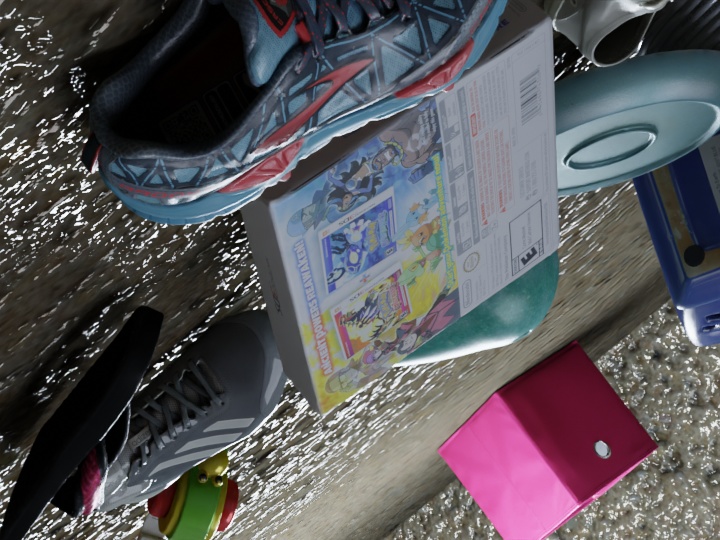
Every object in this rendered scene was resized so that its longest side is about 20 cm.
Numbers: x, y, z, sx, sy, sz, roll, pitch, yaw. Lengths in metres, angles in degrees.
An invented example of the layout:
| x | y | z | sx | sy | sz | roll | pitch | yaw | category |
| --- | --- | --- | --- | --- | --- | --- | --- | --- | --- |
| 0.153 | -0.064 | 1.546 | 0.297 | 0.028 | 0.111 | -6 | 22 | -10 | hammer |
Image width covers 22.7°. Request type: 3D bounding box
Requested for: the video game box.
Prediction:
| x | y | z | sx | sy | sz | roll | pitch | yaw | category |
| --- | --- | --- | --- | --- | --- | --- | --- | --- | --- |
| 0.026 | -0.034 | 0.975 | 0.182 | 0.047 | 0.201 | -36 | 147 | -18 | video game box |

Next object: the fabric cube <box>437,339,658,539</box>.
| x | y | z | sx | sy | sz | roll | pitch | yaw | category |
| --- | --- | --- | --- | --- | --- | --- | --- | --- | --- |
| 0.274 | 0.260 | 2.625 | 0.196 | 0.200 | 0.200 | -27 | 165 | -38 | fabric cube |

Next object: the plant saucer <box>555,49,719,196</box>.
| x | y | z | sx | sy | sz | roll | pitch | yaw | category |
| --- | --- | --- | --- | --- | --- | --- | --- | --- | --- |
| 0.163 | -0.090 | 1.193 | 0.198 | 0.028 | 0.200 | -15 | 165 | -4 | plant saucer |

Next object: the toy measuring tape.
| x | y | z | sx | sy | sz | roll | pitch | yaw | category |
| --- | --- | --- | --- | --- | --- | --- | --- | --- | --- |
| -0.145 | 0.200 | 1.433 | 0.073 | 0.074 | 0.200 | -29 | 163 | -37 | toy measuring tape |

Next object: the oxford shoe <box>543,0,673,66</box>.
| x | y | z | sx | sy | sz | roll | pitch | yaw | category |
| --- | --- | --- | --- | --- | --- | --- | --- | --- | --- |
| 0.151 | -0.172 | 0.947 | 0.075 | 0.058 | 0.200 | -31 | 165 | -20 | oxford shoe |

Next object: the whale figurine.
| x | y | z | sx | sy | sz | roll | pitch | yaw | category |
| --- | --- | --- | --- | --- | --- | --- | --- | --- | --- |
| 0.063 | 0.031 | 1.341 | 0.200 | 0.104 | 0.159 | -40 | 169 | 10 | whale figurine |

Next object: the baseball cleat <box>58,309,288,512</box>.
| x | y | z | sx | sy | sz | roll | pitch | yaw | category |
| --- | --- | --- | --- | --- | --- | --- | --- | --- | --- |
| -0.123 | 0.101 | 1.139 | 0.200 | 0.070 | 0.106 | -47 | 166 | 34 | baseball cleat |

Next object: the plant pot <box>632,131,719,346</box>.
| x | y | z | sx | sy | sz | roll | pitch | yaw | category |
| --- | --- | --- | --- | --- | --- | --- | --- | --- | --- |
| 0.311 | -0.068 | 1.403 | 0.199 | 0.202 | 0.180 | -19 | 167 | 17 | plant pot |

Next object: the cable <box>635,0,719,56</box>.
| x | y | z | sx | sy | sz | roll | pitch | yaw | category |
| --- | --- | --- | --- | --- | --- | --- | --- | --- | --- |
| 0.275 | -0.187 | 1.228 | 0.199 | 0.069 | 0.200 | -26 | 164 | -45 | cable |

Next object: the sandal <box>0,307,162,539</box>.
| x | y | z | sx | sy | sz | roll | pitch | yaw | category |
| --- | --- | --- | --- | --- | --- | --- | --- | --- | --- |
| -0.151 | 0.099 | 1.009 | 0.200 | 0.045 | 0.075 | -49 | -158 | 38 | sandal |

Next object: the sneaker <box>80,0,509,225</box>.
| x | y | z | sx | sy | sz | roll | pitch | yaw | category |
| --- | --- | --- | --- | --- | --- | --- | --- | --- | --- |
| -0.020 | -0.090 | 0.694 | 0.200 | 0.079 | 0.096 | -38 | 166 | 2 | sneaker |
